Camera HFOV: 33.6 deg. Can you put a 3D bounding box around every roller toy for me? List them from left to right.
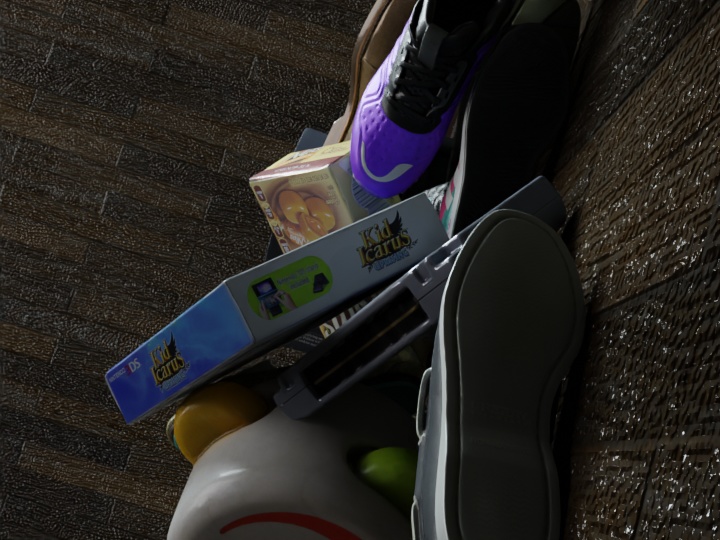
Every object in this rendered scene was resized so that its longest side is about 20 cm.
[{"bbox_3d":[-0.035,0.172,0.820,0.140,0.196,0.185,-73,-12,-58],"label":"roller toy"}]

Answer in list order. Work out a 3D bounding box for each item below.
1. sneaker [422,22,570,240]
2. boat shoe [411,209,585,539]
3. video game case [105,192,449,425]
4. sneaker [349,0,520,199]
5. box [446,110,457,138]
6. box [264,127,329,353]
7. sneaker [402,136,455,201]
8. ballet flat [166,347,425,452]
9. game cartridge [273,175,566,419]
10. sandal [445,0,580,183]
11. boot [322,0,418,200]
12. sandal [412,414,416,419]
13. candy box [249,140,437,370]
[{"bbox_3d":[0.095,-0.072,0.876,0.121,0.082,0.203,168,118,-78],"label":"sneaker"},{"bbox_3d":[0.059,0.062,0.558,0.061,0.075,0.202,118,172,-53],"label":"boat shoe"},{"bbox_3d":[-0.060,0.028,0.824,0.180,0.046,0.199,-25,-5,-39],"label":"video game case"},{"bbox_3d":[0.047,-0.146,0.833,0.202,0.069,0.100,-61,-4,5],"label":"sneaker"},{"bbox_3d":[0.123,-0.176,1.261,0.201,0.074,0.102,-80,7,-68],"label":"box"},{"bbox_3d":[0.010,-0.009,1.148,0.105,0.197,0.184,-72,1,-58],"label":"box"},{"bbox_3d":[0.055,-0.017,1.020,0.073,0.110,0.203,-40,-31,-74],"label":"sneaker"},{"bbox_3d":[-0.048,0.092,0.897,0.071,0.196,0.072,169,90,-89],"label":"ballet flat"},{"bbox_3d":[0.038,0.018,0.741,0.133,0.041,0.200,-39,-1,-43],"label":"game cartridge"},{"bbox_3d":[0.113,-0.129,0.930,0.057,0.079,0.204,-45,-25,-60],"label":"sandal"},{"bbox_3d":[0.030,-0.136,0.940,0.073,0.075,0.202,-9,-50,-41],"label":"boot"},{"bbox_3d":[0.027,0.162,0.963,0.079,0.058,0.201,-26,-14,-28],"label":"sandal"},{"bbox_3d":[0.000,0.000,0.955,0.055,0.202,0.115,-35,18,-32],"label":"candy box"}]
